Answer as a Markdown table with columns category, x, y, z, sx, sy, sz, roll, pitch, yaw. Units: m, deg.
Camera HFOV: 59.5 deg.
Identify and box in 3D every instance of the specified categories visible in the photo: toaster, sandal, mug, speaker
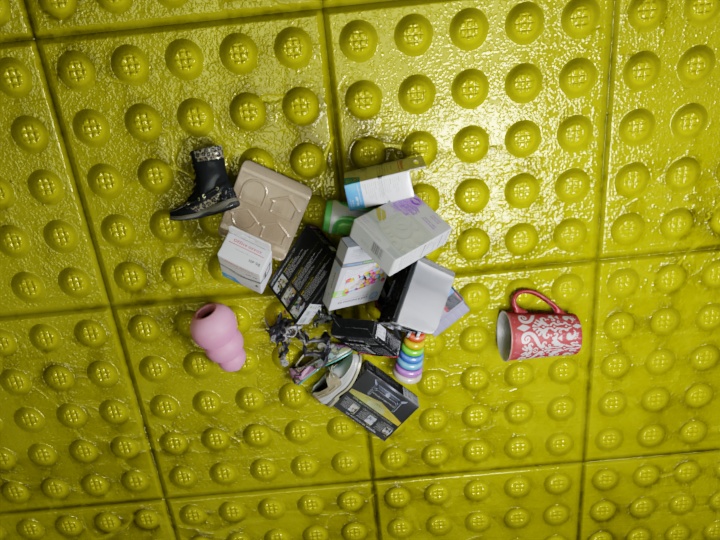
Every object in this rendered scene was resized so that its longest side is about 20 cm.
| category | x | y | z | sx | sy | sz | roll | pitch | yaw |
| --- | --- | --- | --- | --- | --- | --- | --- | --- | --- |
| toaster | 0.132 | 0.058 | 1.534 | 0.117 | 0.181 | 0.204 | 21 | 81 | -8 |
| sandal | 0.066 | 0.098 | 1.668 | 0.044 | 0.075 | 0.203 | -10 | 117 | 13 |
| mug | 0.477 | 0.153 | 1.669 | 0.195 | 0.134 | 0.181 | -1 | 116 | -4 |
| speaker | 0.007 | -0.122 | 1.561 | 0.196 | 0.089 | 0.090 | 9 | 114 | -5 |

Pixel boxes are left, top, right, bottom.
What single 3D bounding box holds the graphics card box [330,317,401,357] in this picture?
| category | x | y | z | sx | sy | sz | roll | pitch | yaw |
| --- | --- | --- | --- | --- | --- | --- | --- | --- | --- |
| graphics card box | 0.017 | 0.176 | 1.630 | 0.123 | 0.052 | 0.200 | 3 | 162 | 25 |

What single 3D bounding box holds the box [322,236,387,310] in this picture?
| category | x | y | z | sx | sy | sz | roll | pitch | yaw |
| --- | --- | --- | --- | --- | --- | --- | --- | --- | --- |
| box | 0.000 | 0.000 | 1.531 | 0.154 | 0.041 | 0.202 | -10 | 137 | -33 |

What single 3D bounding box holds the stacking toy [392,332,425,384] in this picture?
| category | x | y | z | sx | sy | sz | roll | pitch | yaw |
| --- | --- | --- | --- | --- | --- | --- | --- | --- | --- |
| stacking toy | 0.144 | 0.204 | 1.698 | 0.084 | 0.086 | 0.203 | 9 | 119 | -5 |

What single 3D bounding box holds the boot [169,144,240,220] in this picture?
| category | x | y | z | sx | sy | sz | roll | pitch | yaw |
| --- | --- | --- | --- | --- | --- | --- | --- | --- | --- |
| boot | -0.392 | -0.208 | 1.528 | 0.200 | 0.073 | 0.157 | -10 | 96 | 26 |

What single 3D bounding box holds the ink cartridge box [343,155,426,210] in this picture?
| category | x | y | z | sx | sy | sz | roll | pitch | yaw |
| --- | --- | --- | --- | --- | --- | --- | --- | --- | --- |
| ink cartridge box | 0.062 | -0.210 | 1.505 | 0.196 | 0.116 | 0.068 | -12 | 113 | 5 |

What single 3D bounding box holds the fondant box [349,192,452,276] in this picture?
| category | x | y | z | sx | sy | sz | roll | pitch | yaw |
| --- | --- | --- | --- | --- | --- | --- | --- | --- | --- |
| fondant box | 0.094 | -0.090 | 1.456 | 0.144 | 0.198 | 0.059 | 45 | 141 | 22 |

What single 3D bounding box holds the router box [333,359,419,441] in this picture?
| category | x | y | z | sx | sy | sz | roll | pitch | yaw |
| --- | --- | --- | --- | --- | --- | --- | --- | --- | --- |
| router box | 0.045 | 0.374 | 1.798 | 0.199 | 0.052 | 0.158 | 38 | 109 | -16 |

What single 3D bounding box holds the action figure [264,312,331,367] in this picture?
| category | x | y | z | sx | sy | sz | roll | pitch | yaw |
| --- | --- | --- | --- | --- | --- | --- | --- | --- | --- |
| action figure | -0.177 | 0.185 | 1.669 | 0.196 | 0.102 | 0.121 | 15 | 118 | 10 |

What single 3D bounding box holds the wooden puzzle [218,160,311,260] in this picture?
| category | x | y | z | sx | sy | sz | roll | pitch | yaw |
| --- | --- | --- | --- | --- | --- | --- | --- | --- | --- |
| wooden puzzle | -0.238 | -0.150 | 1.569 | 0.182 | 0.046 | 0.203 | 22 | 107 | -11 |

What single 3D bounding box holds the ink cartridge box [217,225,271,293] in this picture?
| category | x | y | z | sx | sy | sz | roll | pitch | yaw |
| --- | --- | --- | --- | --- | --- | --- | --- | --- | --- |
| ink cartridge box | -0.279 | -0.024 | 1.527 | 0.114 | 0.200 | 0.068 | 24 | 70 | 1 |

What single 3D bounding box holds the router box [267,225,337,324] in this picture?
| category | x | y | z | sx | sy | sz | roll | pitch | yaw |
| --- | --- | --- | --- | --- | --- | --- | --- | --- | --- |
| router box | -0.134 | 0.011 | 1.588 | 0.051 | 0.150 | 0.201 | 8 | 125 | -54 |

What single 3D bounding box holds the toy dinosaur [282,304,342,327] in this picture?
| category | x | y | z | sx | sy | sz | roll | pitch | yaw |
| --- | --- | --- | --- | --- | --- | --- | --- | --- | --- |
| toy dinosaur | -0.104 | 0.072 | 1.651 | 0.198 | 0.102 | 0.138 | -26 | 82 | 29 |

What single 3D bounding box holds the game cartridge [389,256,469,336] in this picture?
| category | x | y | z | sx | sy | sz | roll | pitch | yaw |
| --- | --- | --- | --- | --- | --- | --- | --- | --- | --- |
| game cartridge | 0.187 | 0.070 | 1.678 | 0.129 | 0.039 | 0.200 | -37 | 109 | 19 |

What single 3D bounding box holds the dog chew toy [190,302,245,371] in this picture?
| category | x | y | z | sx | sy | sz | roll | pitch | yaw |
| --- | --- | --- | --- | --- | --- | --- | --- | --- | --- |
| dog chew toy | -0.369 | 0.186 | 1.676 | 0.122 | 0.125 | 0.202 | -18 | 121 | 7 |

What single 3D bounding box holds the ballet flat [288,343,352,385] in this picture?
| category | x | y | z | sx | sy | sz | roll | pitch | yaw |
| --- | --- | --- | --- | --- | --- | --- | --- | --- | --- |
| ballet flat | -0.117 | 0.242 | 1.736 | 0.198 | 0.069 | 0.072 | -33 | 91 | 13 |

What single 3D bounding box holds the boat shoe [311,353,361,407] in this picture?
| category | x | y | z | sx | sy | sz | roll | pitch | yaw |
| --- | --- | --- | --- | --- | --- | --- | --- | --- | --- |
| boat shoe | -0.067 | 0.300 | 1.743 | 0.068 | 0.075 | 0.201 | 25 | 118 | -18 |
